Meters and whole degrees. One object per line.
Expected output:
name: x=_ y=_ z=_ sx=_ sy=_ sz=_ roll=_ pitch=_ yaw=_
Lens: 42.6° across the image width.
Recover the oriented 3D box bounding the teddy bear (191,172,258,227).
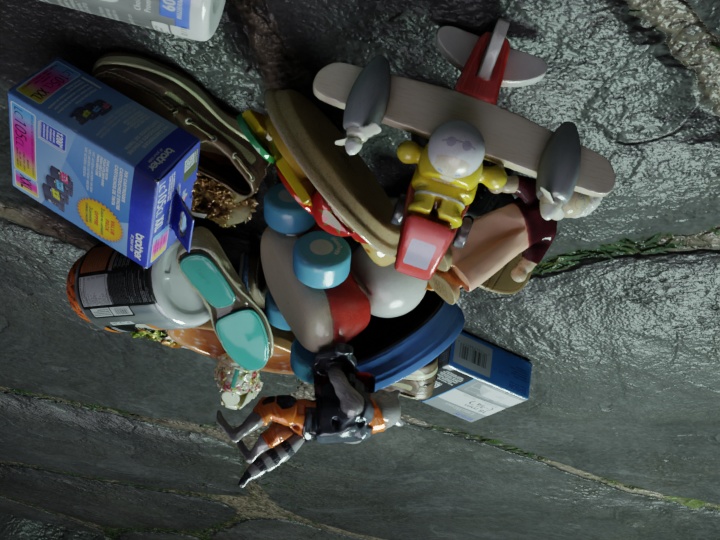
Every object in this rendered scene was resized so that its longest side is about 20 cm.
teddy bear: x=-0.210 y=-0.096 z=1.031 sx=0.199 sy=0.067 sz=0.145 roll=-1 pitch=158 yaw=7

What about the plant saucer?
plant saucer: x=-0.157 y=0.092 z=1.237 sx=0.200 sy=0.038 sz=0.200 roll=13 pitch=162 yaw=4

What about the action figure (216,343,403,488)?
action figure: x=-0.044 y=0.177 z=1.023 sx=0.193 sy=0.105 sz=0.200 roll=-14 pitch=143 yaw=-2

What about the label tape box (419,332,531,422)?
label tape box: x=0.131 y=0.165 z=1.357 sx=0.144 sy=0.063 sz=0.200 roll=25 pitch=147 yaw=-22

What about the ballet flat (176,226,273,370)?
ballet flat: x=-0.152 y=0.031 z=1.093 sx=0.067 sy=0.062 sz=0.200 roll=-15 pitch=126 yaw=10

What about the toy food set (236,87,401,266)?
toy food set: x=-0.031 y=-0.090 z=0.866 sx=0.049 sy=0.198 sz=0.200 roll=-37 pitch=173 yaw=13

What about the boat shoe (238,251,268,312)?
boat shoe: x=-0.103 y=0.029 z=1.202 sx=0.072 sy=0.072 sz=0.200 roll=-2 pitch=158 yaw=12

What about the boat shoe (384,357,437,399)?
boat shoe: x=0.008 y=0.134 z=1.272 sx=0.202 sy=0.075 sz=0.075 roll=13 pitch=124 yaw=27

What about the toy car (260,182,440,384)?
toy car: x=0.000 y=0.000 z=1.064 sx=0.200 sy=0.177 sz=0.185 roll=-14 pitch=135 yaw=-20

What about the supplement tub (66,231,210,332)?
supplement tub: x=-0.273 y=0.015 z=1.156 sx=0.200 sy=0.123 sz=0.122 roll=-5 pitch=148 yaw=42

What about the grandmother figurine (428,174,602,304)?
grandmother figurine: x=0.155 y=-0.041 z=0.901 sx=0.061 sy=0.200 sz=0.121 roll=42 pitch=155 yaw=41

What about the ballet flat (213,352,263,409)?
ballet flat: x=-0.176 y=0.160 z=1.291 sx=0.075 sy=0.064 sz=0.200 roll=13 pitch=163 yaw=2

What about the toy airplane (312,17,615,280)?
toy airplane: x=0.085 y=-0.111 z=0.759 sx=0.200 sy=0.199 sz=0.141 roll=-24 pitch=-175 yaw=8

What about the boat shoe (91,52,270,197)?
boat shoe: x=-0.177 y=-0.139 z=0.920 sx=0.202 sy=0.075 sz=0.075 roll=27 pitch=146 yaw=-26

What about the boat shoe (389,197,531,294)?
boat shoe: x=0.107 y=-0.035 z=1.032 sx=0.200 sy=0.071 sz=0.065 roll=27 pitch=-179 yaw=-27

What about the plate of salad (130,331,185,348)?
plate of salad: x=-0.260 y=0.081 z=1.354 sx=0.200 sy=0.048 sz=0.200 roll=8 pitch=150 yaw=5

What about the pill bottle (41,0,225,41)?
pill bottle: x=-0.200 y=-0.252 z=0.697 sx=0.200 sy=0.114 sz=0.114 roll=13 pitch=150 yaw=-5

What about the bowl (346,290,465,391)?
bowl: x=0.031 y=0.086 z=1.140 sx=0.200 sy=0.201 sz=0.039 roll=-18 pitch=107 yaw=40

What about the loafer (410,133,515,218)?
loafer: x=0.098 y=-0.085 z=0.925 sx=0.071 sy=0.073 sz=0.200 roll=23 pitch=155 yaw=48

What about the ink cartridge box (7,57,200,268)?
ink cartridge box: x=-0.235 y=-0.095 z=0.895 sx=0.200 sy=0.076 sz=0.137 roll=29 pitch=141 yaw=6
